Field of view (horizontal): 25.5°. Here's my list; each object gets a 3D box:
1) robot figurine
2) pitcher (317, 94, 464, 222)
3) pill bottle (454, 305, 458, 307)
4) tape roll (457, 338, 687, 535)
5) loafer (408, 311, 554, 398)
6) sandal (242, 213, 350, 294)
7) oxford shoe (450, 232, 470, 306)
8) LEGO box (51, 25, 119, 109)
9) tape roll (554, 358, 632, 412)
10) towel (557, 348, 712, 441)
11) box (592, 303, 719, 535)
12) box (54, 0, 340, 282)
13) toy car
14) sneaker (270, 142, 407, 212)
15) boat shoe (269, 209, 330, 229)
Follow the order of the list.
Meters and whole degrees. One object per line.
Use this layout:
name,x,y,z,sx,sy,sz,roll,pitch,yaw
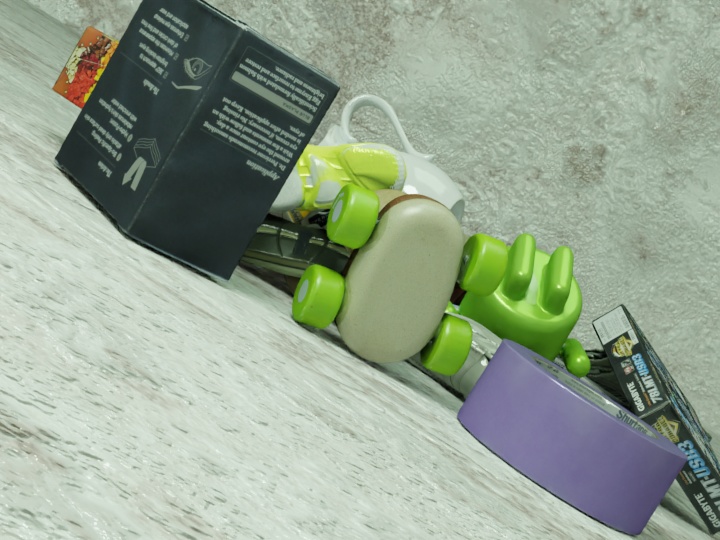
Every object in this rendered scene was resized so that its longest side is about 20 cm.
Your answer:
robot figurine,0.160,0.055,1.677,0.174,0.201,0.116,18,45,-7
pitcher,0.035,-0.115,1.931,0.199,0.172,0.121,28,-14,18
pill bottle,0.095,0.020,1.980,0.200,0.114,0.114,34,5,33
tape roll,0.193,0.151,1.455,0.199,0.085,0.200,31,4,-3
loafer,0.117,0.098,1.596,0.199,0.070,0.070,21,32,12
sandal,-0.050,-0.002,1.580,0.200,0.058,0.080,21,39,7
oxford shoe,0.074,-0.015,1.703,0.199,0.070,0.075,23,36,-48
LEGO box,-0.194,-0.159,1.642,0.149,0.077,0.200,34,5,32
tape roll,0.229,0.147,1.835,0.200,0.066,0.200,32,4,-2
towel,0.313,0.163,1.988,0.200,0.035,0.192,39,-20,-21
box,0.345,0.165,1.790,0.200,0.050,0.199,52,15,-29
box,-0.148,-0.129,1.399,0.117,0.201,0.197,27,7,-36
toy car,0.021,-0.013,1.509,0.163,0.159,0.200,20,12,-18
sneaker,-0.053,-0.093,1.619,0.198,0.076,0.105,4,-1,0
boat shoe,-0.039,-0.035,1.653,0.200,0.071,0.070,57,-20,35
